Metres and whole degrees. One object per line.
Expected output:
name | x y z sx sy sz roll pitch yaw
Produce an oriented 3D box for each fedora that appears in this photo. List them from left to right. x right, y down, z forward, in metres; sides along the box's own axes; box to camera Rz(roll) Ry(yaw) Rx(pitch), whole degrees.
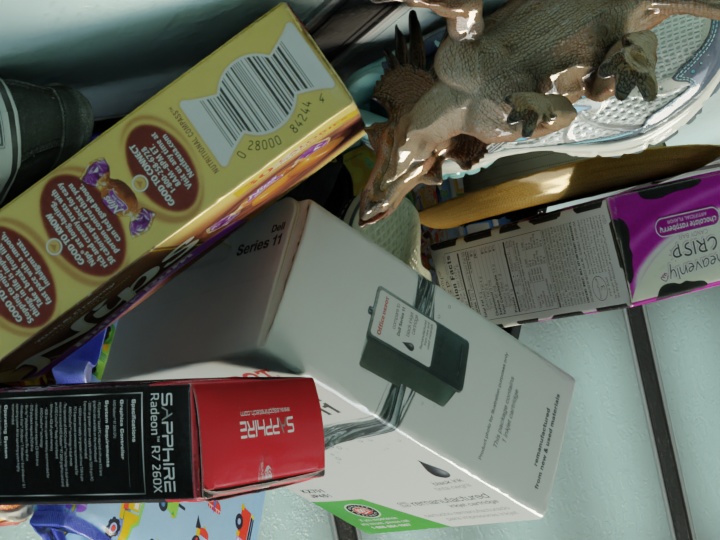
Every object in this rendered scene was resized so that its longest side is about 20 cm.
fedora | 0.111 -0.079 0.968 0.198 0.083 0.201 -13 180 0

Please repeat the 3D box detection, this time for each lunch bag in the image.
lunch bag | -0.124 0.103 0.952 0.093 0.152 0.201 1 150 16

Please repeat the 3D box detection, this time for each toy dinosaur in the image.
toy dinosaur | 0.077 -0.093 0.717 0.198 0.087 0.136 -18 175 4

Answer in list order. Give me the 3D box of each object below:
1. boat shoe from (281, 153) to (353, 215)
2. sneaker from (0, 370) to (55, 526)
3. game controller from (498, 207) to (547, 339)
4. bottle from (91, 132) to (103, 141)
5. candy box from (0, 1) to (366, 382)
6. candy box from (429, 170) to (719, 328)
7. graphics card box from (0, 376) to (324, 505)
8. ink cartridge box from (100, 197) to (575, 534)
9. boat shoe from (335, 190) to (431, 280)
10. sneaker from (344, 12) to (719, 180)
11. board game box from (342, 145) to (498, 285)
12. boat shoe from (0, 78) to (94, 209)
boat shoe | -0.040 -0.039 1.026 0.063 0.074 0.201 27 175 4
sneaker | -0.189 0.083 0.970 0.072 0.078 0.200 5 -169 0
game controller | 0.089 -0.003 1.128 0.042 0.202 0.104 13 175 -9
bottle | -0.123 -0.036 0.967 0.082 0.066 0.200 -6 177 10
candy box | -0.093 -0.029 0.739 0.199 0.057 0.117 -38 177 1
candy box | 0.146 -0.011 0.966 0.135 0.062 0.200 -13 180 -25
graphics card box | -0.130 0.075 0.741 0.198 0.052 0.125 -5 176 22
ink cartridge box | -0.011 0.056 0.867 0.199 0.084 0.146 33 150 -31
boat shoe | 0.000 0.000 0.959 0.062 0.075 0.200 19 170 10
sneaker | 0.080 -0.090 0.807 0.198 0.079 0.086 -17 165 26
board game box | 0.023 -0.018 1.139 0.034 0.136 0.199 -9 174 -32
boat shoe | -0.179 -0.037 0.786 0.063 0.072 0.199 -8 172 -31
